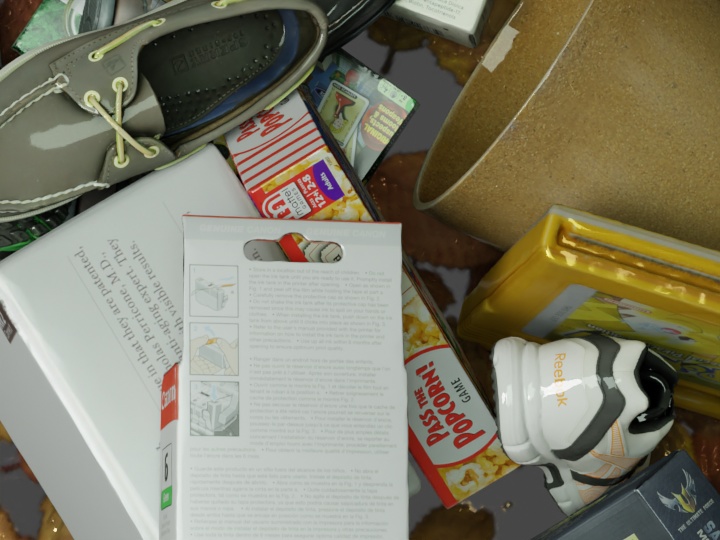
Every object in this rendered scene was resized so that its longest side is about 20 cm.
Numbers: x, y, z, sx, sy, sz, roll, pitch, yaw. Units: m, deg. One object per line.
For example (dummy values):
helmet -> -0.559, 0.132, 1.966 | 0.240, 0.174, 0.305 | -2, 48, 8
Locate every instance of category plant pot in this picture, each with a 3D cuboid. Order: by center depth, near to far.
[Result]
plant pot -> 0.160, -0.056, 1.355 | 0.199, 0.186, 0.187 | 33, 91, -9

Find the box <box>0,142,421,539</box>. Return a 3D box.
box -> -0.092, 0.070, 1.334 | 0.130, 0.199, 0.201 | -30, 86, -16

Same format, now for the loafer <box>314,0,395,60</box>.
loafer -> 0.012, -0.194, 1.342 | 0.073, 0.072, 0.201 | 34, 93, 7

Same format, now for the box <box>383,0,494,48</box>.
box -> 0.059, -0.225, 1.409 | 0.082, 0.068, 0.201 | 21, 90, 5

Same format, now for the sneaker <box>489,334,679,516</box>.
sneaker -> 0.125, 0.077, 1.329 | 0.079, 0.200, 0.074 | -8, 76, 16

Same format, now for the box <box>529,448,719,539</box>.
box -> 0.134, 0.200, 1.343 | 0.158, 0.051, 0.200 | 53, 134, 3

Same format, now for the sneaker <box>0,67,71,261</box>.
sneaker -> -0.198, -0.042, 1.332 | 0.078, 0.200, 0.085 | 42, 99, -19

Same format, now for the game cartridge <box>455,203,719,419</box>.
game cartridge -> 0.149, 0.029, 1.316 | 0.175, 0.200, 0.033 | 16, 73, -6

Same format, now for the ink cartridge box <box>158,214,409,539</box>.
ink cartridge box -> -0.035, 0.079, 1.216 | 0.108, 0.050, 0.201 | 2, 79, -13

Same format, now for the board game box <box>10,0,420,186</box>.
board game box -> -0.078, -0.104, 1.440 | 0.199, 0.023, 0.105 | 35, 93, 5

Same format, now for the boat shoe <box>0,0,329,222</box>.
boat shoe -> -0.105, -0.081, 1.249 | 0.201, 0.060, 0.072 | -30, 110, -24

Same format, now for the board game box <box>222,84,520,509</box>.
board game box -> 0.000, 0.000, 1.327 | 0.046, 0.152, 0.201 | -31, 115, 3

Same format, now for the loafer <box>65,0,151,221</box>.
loafer -> -0.119, -0.086, 1.369 | 0.062, 0.200, 0.072 | 9, 59, -10
